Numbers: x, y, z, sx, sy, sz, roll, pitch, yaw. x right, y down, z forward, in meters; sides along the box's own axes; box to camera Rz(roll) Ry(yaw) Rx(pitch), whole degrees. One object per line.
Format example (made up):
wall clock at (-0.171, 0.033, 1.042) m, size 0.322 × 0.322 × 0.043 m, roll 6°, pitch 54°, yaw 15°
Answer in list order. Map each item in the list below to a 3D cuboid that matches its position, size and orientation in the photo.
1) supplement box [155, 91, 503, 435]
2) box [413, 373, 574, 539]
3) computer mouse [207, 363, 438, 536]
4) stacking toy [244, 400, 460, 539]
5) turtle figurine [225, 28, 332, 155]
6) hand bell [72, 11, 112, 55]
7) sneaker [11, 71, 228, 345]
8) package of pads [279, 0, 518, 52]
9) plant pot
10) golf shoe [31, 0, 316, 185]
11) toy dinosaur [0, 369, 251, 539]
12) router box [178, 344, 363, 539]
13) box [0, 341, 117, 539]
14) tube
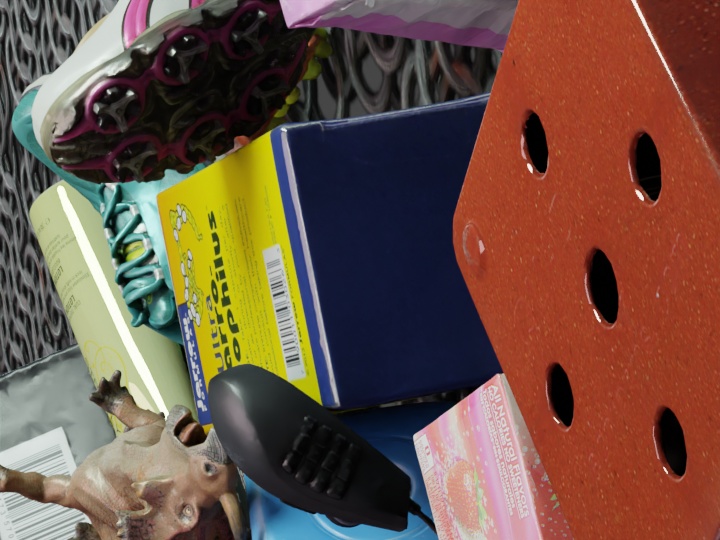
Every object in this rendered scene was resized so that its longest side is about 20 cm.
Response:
supplement box at (0.000, 0.000, 1.142) m, size 0.200 × 0.108 × 0.110 m, roll 160°, pitch 99°, yaw -71°
box at (0.097, 0.130, 0.936) m, size 0.095 × 0.102 × 0.201 m, roll 135°, pitch 124°, yaw -68°
computer mouse at (0.017, 0.103, 1.073) m, size 0.200 × 0.034 × 0.059 m, roll 39°, pitch 163°, yaw -17°
stacking toy at (0.018, 0.162, 1.212) m, size 0.116 × 0.109 × 0.201 m, roll -100°, pitch 1°, yaw -49°
turtle figurine at (-0.044, -0.112, 1.214) m, size 0.162 × 0.064 × 0.201 m, roll 96°, pitch -179°, yaw -62°
hand bell at (-0.089, -0.123, 1.288) m, size 0.200 × 0.104 × 0.105 m, roll 95°, pitch 160°, yaw -68°
sneaker at (-0.083, -0.013, 1.294) m, size 0.200 × 0.080 × 0.078 m, roll 41°, pitch 148°, yaw 3°
package of pads at (0.011, -0.176, 0.998) m, size 0.076 × 0.120 × 0.201 m, roll -30°, pitch 67°, yaw 39°
plant pot at (0.132, -0.009, 0.650) m, size 0.200 × 0.175 × 0.201 m, roll 105°, pitch 149°, yaw -52°
golf shoe at (-0.056, -0.108, 1.103) m, size 0.092 × 0.200 × 0.073 m, roll 35°, pitch 153°, yaw 34°
toy dinosaur at (-0.081, 0.118, 1.222) m, size 0.135 × 0.086 × 0.200 m, roll 37°, pitch 170°, yaw 31°
router box at (-0.055, 0.064, 1.407) m, size 0.150 × 0.062 × 0.201 m, roll 107°, pitch 148°, yaw -54°
box at (-0.139, 0.141, 1.498) m, size 0.200 × 0.104 × 0.149 m, roll 52°, pitch -165°, yaw -73°
tube at (-0.109, 0.047, 1.389) m, size 0.201 × 0.052 × 0.058 m, roll 67°, pitch -167°, yaw 22°
